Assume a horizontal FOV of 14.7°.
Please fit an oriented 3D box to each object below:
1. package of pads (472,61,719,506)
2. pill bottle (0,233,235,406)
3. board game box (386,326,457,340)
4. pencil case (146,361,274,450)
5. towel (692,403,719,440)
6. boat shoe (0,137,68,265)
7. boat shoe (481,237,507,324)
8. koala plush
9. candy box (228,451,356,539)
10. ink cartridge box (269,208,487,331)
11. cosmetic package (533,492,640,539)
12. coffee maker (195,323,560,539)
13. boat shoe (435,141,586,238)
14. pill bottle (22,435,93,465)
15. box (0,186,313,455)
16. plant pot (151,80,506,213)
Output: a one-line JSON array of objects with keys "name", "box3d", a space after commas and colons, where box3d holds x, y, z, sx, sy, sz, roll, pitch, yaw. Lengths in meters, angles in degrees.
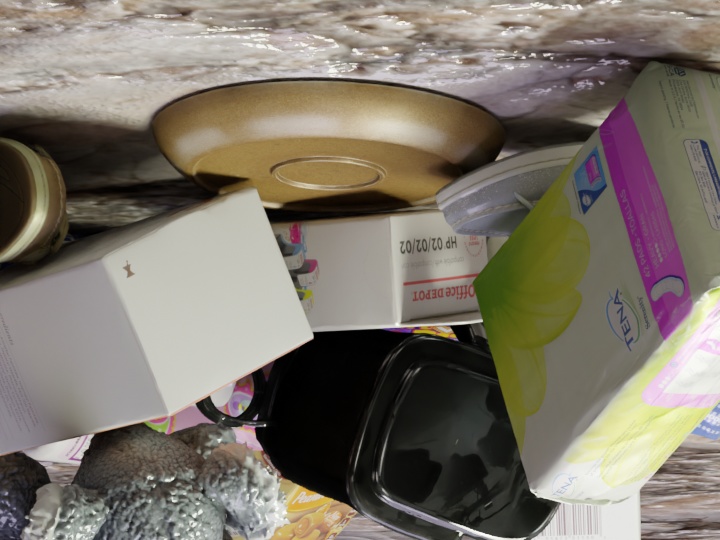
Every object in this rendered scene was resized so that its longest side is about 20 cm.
[{"name": "package of pads", "box3d": [0.143, 0.014, 1.465, 0.068, 0.155, 0.200, 8, 140, -27]}, {"name": "pill bottle", "box3d": [-0.182, 0.036, 1.799, 0.199, 0.120, 0.120, 5, 166, -17]}, {"name": "board game box", "box3d": [0.008, 0.024, 1.891, 0.199, 0.045, 0.134, 4, 166, -11]}, {"name": "pencil case", "box3d": [-0.092, 0.092, 1.902, 0.200, 0.088, 0.087, -9, 163, 33]}, {"name": "towel", "box3d": [0.227, 0.032, 1.752, 0.145, 0.024, 0.200, 12, 131, -34]}, {"name": "boat shoe", "box3d": [-0.199, -0.035, 1.622, 0.063, 0.073, 0.201, -5, 171, -22]}, {"name": "boat shoe", "box3d": [0.107, 0.055, 1.810, 0.071, 0.070, 0.201, -6, 131, 29]}, {"name": "koala plush", "box3d": [-0.128, 0.157, 1.631, 0.177, 0.184, 0.200, -6, 158, -18]}, {"name": "candy box", "box3d": [-0.021, 0.129, 2.040, 0.200, 0.055, 0.115, -50, 154, 20]}, {"name": "ink cartridge box", "box3d": [0.000, 0.000, 1.672, 0.200, 0.068, 0.115, -3, -178, 31]}, {"name": "cosmetic package", "box3d": [0.144, 0.117, 1.955, 0.101, 0.200, 0.071, -2, 121, 6]}, {"name": "coffee maker", "box3d": [0.012, 0.100, 1.699, 0.192, 0.135, 0.200, -4, -178, -15]}, {"name": "boat shoe", "box3d": [0.139, -0.030, 1.579, 0.202, 0.065, 0.074, 2, 161, -28]}, {"name": "pill bottle", "box3d": [-0.147, 0.094, 2.053, 0.200, 0.113, 0.112, 9, 164, -30]}, {"name": "box", "box3d": [-0.147, 0.033, 1.619, 0.200, 0.098, 0.124, -15, -171, 47]}, {"name": "plant pot", "box3d": [-0.018, -0.064, 1.570, 0.199, 0.028, 0.200, 2, 167, 0]}]
